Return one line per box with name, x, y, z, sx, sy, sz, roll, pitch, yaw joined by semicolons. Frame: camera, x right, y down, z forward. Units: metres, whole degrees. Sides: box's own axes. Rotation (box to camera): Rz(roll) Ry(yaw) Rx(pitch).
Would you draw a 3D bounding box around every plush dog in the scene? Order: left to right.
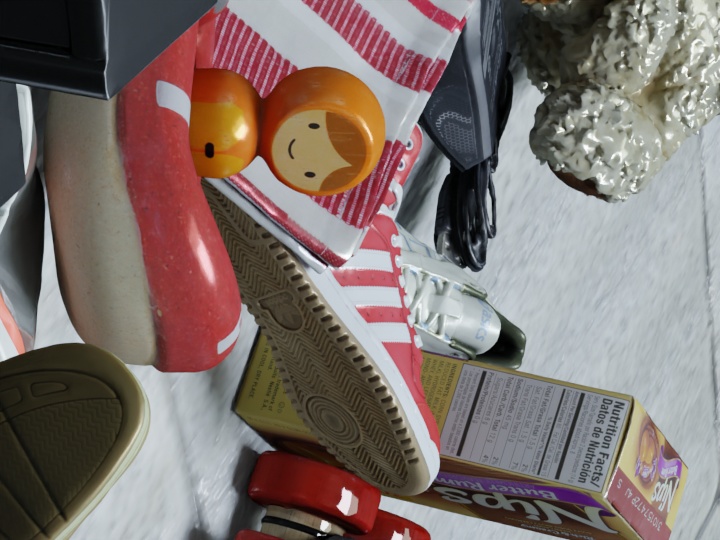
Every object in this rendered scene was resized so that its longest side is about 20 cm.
plush dog;0.137;-0.160;1.543;0.172;0.160;0.200;54;16;-23

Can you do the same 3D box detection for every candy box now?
candy box;0.052;0.084;1.417;0.057;0.199;0.117;-70;155;-15

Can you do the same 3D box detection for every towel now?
towel;-0.021;-0.117;1.290;0.144;0.023;0.201;40;59;-24

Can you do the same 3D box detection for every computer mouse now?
computer mouse;0.045;-0.105;1.495;0.200;0.052;0.139;82;16;-53

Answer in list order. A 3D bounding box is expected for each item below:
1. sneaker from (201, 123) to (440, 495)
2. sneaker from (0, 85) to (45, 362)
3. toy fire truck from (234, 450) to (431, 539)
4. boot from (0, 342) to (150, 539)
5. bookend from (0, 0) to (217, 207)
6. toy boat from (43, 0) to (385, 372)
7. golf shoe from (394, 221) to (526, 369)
sneaker;0.000;0.000;1.339;0.113;0.071;0.201;-47;115;-39
sneaker;-0.155;-0.029;1.087;0.082;0.077;0.201;-71;169;-61
toy fire truck;0.022;0.175;1.433;0.200;0.167;0.113;45;60;-62
boot;-0.137;0.111;1.095;0.200;0.072;0.155;-44;159;8
bookend;-0.138;-0.079;0.919;0.092;0.198;0.201;-49;144;-51
toy boat;-0.055;-0.056;1.135;0.131;0.130;0.201;93;1;-62
golf shoe;0.024;0.008;1.449;0.200;0.097;0.079;29;76;-64
